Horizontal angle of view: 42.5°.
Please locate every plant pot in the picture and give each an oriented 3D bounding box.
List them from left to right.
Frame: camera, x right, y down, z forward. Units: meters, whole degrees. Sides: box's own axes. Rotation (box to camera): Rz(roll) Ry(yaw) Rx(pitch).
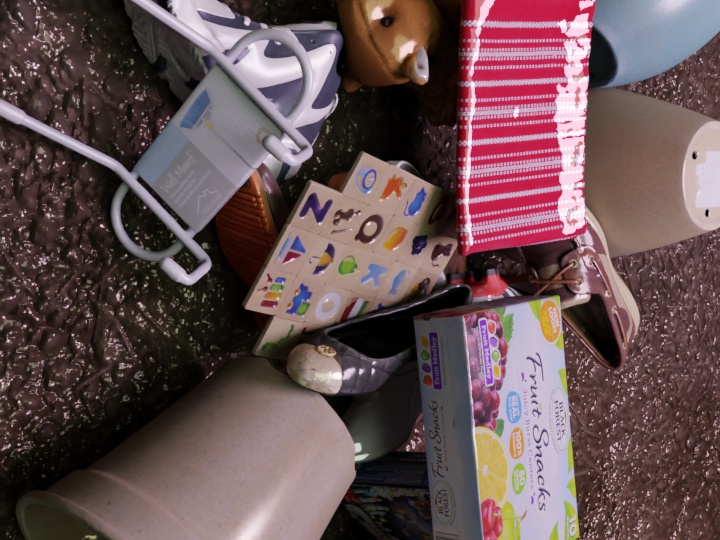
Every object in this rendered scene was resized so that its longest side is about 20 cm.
[{"bbox_3d":[-0.104,0.167,0.657,0.184,0.199,0.202,-47,121,-37],"label":"plant pot"},{"bbox_3d":[0.228,-0.247,0.846,0.135,0.199,0.200,-52,122,-16],"label":"plant pot"},{"bbox_3d":[0.244,-0.090,0.872,0.186,0.199,0.190,-5,99,-37],"label":"plant pot"}]

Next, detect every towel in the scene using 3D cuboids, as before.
[{"bbox_3d":[0.133,-0.118,0.734,0.143,0.022,0.203,-8,103,-36],"label":"towel"}]

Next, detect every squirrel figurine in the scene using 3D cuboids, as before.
[{"bbox_3d":[0.067,-0.203,0.755,0.200,0.141,0.188,53,58,-37],"label":"squirrel figurine"}]

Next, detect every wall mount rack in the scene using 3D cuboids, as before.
[{"bbox_3d":[-0.133,-0.095,0.613,0.174,0.075,0.200,44,111,-1],"label":"wall mount rack"}]

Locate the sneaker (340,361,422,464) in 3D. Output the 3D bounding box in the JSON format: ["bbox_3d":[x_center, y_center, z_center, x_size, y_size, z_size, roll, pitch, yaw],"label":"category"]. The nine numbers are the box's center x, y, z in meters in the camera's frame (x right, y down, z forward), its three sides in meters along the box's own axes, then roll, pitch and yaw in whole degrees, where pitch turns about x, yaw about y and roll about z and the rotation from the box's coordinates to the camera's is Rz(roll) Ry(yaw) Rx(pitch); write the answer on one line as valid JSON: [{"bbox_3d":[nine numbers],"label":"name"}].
[{"bbox_3d":[0.028,0.098,0.818,0.200,0.070,0.081,-35,109,-37],"label":"sneaker"}]

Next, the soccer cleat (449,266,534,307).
[{"bbox_3d":[0.139,0.040,0.864,0.199,0.068,0.086,-2,87,-60],"label":"soccer cleat"}]

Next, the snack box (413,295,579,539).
[{"bbox_3d":[0.110,0.127,0.727,0.141,0.053,0.203,-7,93,-50],"label":"snack box"}]

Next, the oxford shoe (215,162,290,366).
[{"bbox_3d":[-0.056,-0.012,0.723,0.073,0.071,0.201,-40,135,-28],"label":"oxford shoe"}]

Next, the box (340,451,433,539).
[{"bbox_3d":[0.074,0.235,0.816,0.201,0.136,0.040,54,49,-28],"label":"box"}]

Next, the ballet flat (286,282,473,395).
[{"bbox_3d":[0.016,0.048,0.709,0.199,0.066,0.057,-17,135,-49],"label":"ballet flat"}]

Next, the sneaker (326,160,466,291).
[{"bbox_3d":[0.034,-0.037,0.809,0.200,0.084,0.074,46,50,-54],"label":"sneaker"}]

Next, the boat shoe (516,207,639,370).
[{"bbox_3d":[0.187,0.008,0.828,0.201,0.072,0.072,54,38,-24],"label":"boat shoe"}]

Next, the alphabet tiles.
[{"bbox_3d":[0.000,0.000,0.711,0.199,0.006,0.168,16,106,-52],"label":"alphabet tiles"}]

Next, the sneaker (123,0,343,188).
[{"bbox_3d":[-0.079,-0.172,0.689,0.130,0.079,0.200,-49,121,-24],"label":"sneaker"}]
